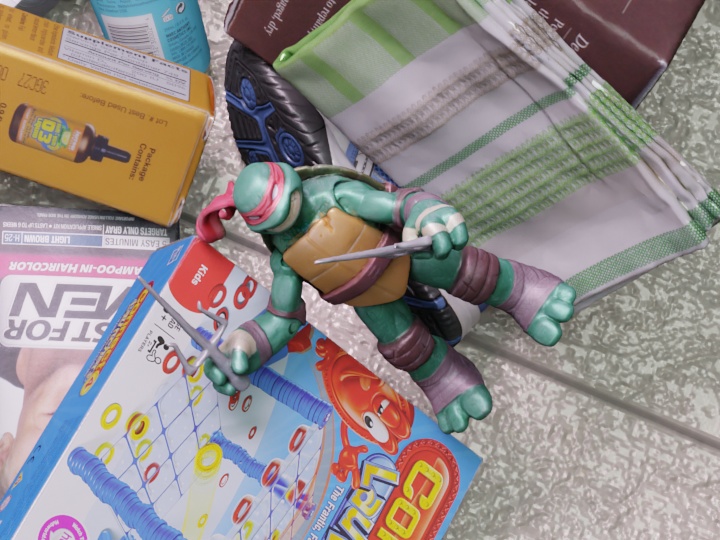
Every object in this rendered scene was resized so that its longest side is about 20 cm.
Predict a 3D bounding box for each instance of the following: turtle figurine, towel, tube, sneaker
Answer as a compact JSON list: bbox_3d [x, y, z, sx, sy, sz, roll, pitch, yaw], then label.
[{"bbox_3d":[0.000,0.000,1.101,0.199,0.149,0.101,27,43,-33],"label":"turtle figurine"},{"bbox_3d":[0.065,-0.060,1.125,0.200,0.149,0.031,42,50,-14],"label":"towel"},{"bbox_3d":[-0.122,-0.179,1.172,0.077,0.201,0.051,-16,44,-3],"label":"tube"},{"bbox_3d":[0.003,-0.051,1.230,0.077,0.076,0.200,-37,88,-30],"label":"sneaker"}]

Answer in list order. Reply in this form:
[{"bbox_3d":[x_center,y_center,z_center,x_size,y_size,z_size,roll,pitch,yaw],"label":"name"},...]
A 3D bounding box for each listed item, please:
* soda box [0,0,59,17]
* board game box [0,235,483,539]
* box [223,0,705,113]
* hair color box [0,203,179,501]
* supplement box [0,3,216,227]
[{"bbox_3d":[-0.149,-0.207,1.236,0.063,0.068,0.200,43,78,3],"label":"soda box"},{"bbox_3d":[-0.065,0.121,1.141,0.195,0.056,0.201,38,65,-18],"label":"board game box"},{"bbox_3d":[0.068,-0.161,1.176,0.199,0.164,0.166,33,52,0],"label":"box"},{"bbox_3d":[-0.144,0.071,1.189,0.099,0.061,0.202,2,80,-5],"label":"hair color box"},{"bbox_3d":[-0.175,-0.091,1.162,0.198,0.069,0.067,19,111,-9],"label":"supplement box"}]
